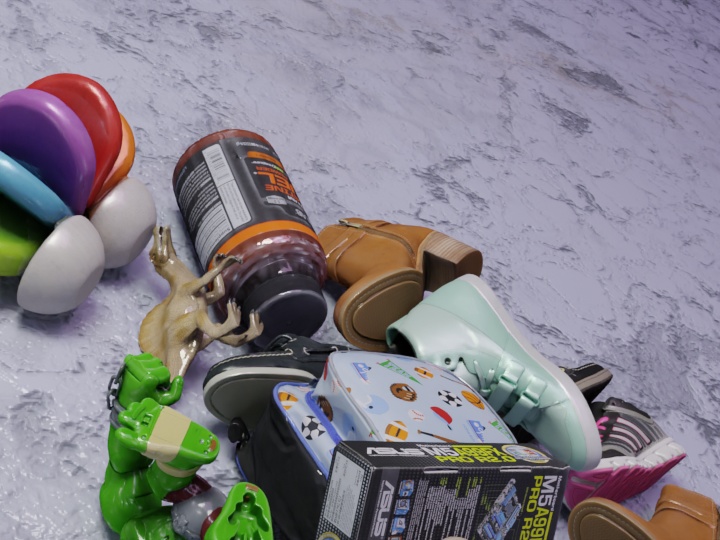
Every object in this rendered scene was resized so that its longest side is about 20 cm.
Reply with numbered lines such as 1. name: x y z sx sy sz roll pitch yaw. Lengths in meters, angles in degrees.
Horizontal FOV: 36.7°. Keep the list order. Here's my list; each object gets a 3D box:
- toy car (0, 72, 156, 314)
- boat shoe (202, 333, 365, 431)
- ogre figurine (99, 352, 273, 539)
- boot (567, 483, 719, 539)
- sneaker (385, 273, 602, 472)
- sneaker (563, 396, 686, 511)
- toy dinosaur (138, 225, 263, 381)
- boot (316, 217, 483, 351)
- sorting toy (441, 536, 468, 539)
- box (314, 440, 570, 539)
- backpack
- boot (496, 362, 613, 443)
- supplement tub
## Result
1. toy car: -0.251 -0.078 0.852 0.174 0.150 0.200 34 32 3
2. boat shoe: -0.050 0.083 0.876 0.198 0.075 0.066 6 46 -40
3. ogre figurine: -0.111 0.163 0.678 0.200 0.120 0.098 39 37 14
4. boot: 0.267 0.234 0.956 0.200 0.074 0.155 42 33 -7
5. sneaker: 0.103 0.106 0.909 0.118 0.074 0.201 -27 65 -29
6. sneaker: 0.225 0.166 1.009 0.199 0.074 0.088 -3 46 -50
7. toy dinosaur: -0.133 0.049 0.853 0.058 0.100 0.201 55 24 -48
8. boot: 0.000 0.000 1.001 0.154 0.077 0.200 18 35 34
9. sorting toy: 0.036 0.283 0.612 0.036 0.186 0.200 -3 29 30
10. box: 0.040 0.209 0.679 0.159 0.202 0.044 6 10 -35
11. backpack: 0.029 0.152 0.797 0.190 0.154 0.200 12 34 -45
12. boot: 0.139 0.088 1.040 0.199 0.073 0.151 -16 56 -40
13. supplement tub: -0.094 -0.026 0.960 0.106 0.107 0.201 6 41 -35
